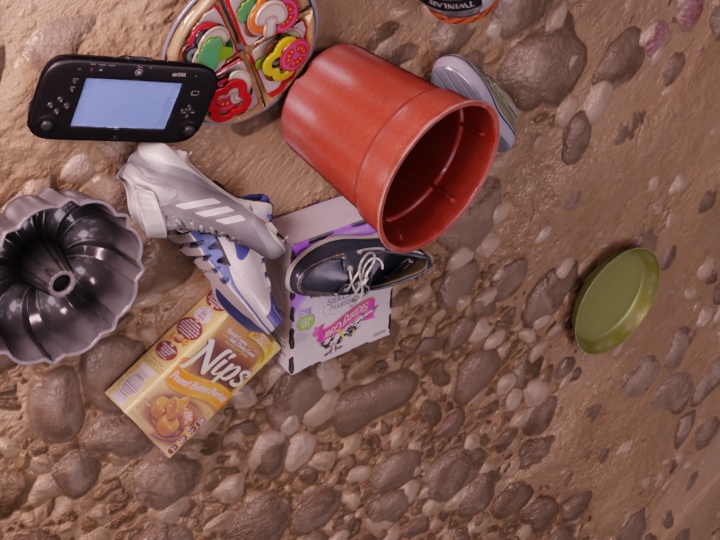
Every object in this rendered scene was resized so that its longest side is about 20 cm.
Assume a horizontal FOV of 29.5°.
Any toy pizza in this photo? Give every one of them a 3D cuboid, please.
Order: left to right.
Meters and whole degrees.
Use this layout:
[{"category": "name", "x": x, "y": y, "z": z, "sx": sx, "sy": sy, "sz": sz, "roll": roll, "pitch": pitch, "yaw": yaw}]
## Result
[{"category": "toy pizza", "x": -0.127, "y": -0.241, "z": 1.508, "sx": 0.200, "sy": 0.032, "sz": 0.200, "roll": -25, "pitch": 141, "yaw": -22}]

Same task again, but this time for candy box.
[{"category": "candy box", "x": -0.205, "y": 0.123, "z": 1.695, "sx": 0.200, "sy": 0.055, "sz": 0.115, "roll": -44, "pitch": 138, "yaw": -11}, {"category": "candy box", "x": -0.041, "y": 0.014, "z": 1.761, "sx": 0.168, "sy": 0.072, "sz": 0.200, "roll": -21, "pitch": 130, "yaw": -32}]

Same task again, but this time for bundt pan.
[{"category": "bundt pan", "x": -0.338, "y": -0.002, "z": 1.466, "sx": 0.202, "sy": 0.076, "sz": 0.202, "roll": -25, "pitch": 132, "yaw": -30}]

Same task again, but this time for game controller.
[{"category": "game controller", "x": -0.247, "y": -0.179, "z": 1.428, "sx": 0.200, "sy": 0.042, "sz": 0.104, "roll": -3, "pitch": 145, "yaw": -36}]

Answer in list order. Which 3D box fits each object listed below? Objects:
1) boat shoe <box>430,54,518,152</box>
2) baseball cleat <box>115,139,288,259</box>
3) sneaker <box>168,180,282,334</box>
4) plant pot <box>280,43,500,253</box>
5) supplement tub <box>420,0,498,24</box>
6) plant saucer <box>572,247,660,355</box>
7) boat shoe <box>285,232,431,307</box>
[{"category": "boat shoe", "x": 0.150, "y": -0.229, "z": 1.789, "sx": 0.200, "sy": 0.072, "sz": 0.062, "roll": 46, "pitch": 55, "yaw": -52}, {"category": "baseball cleat", "x": -0.182, "y": -0.057, "z": 1.520, "sx": 0.106, "sy": 0.200, "sz": 0.070, "roll": -53, "pitch": -175, "yaw": -14}, {"category": "sneaker", "x": -0.136, "y": -0.027, "z": 1.609, "sx": 0.115, "sy": 0.081, "sz": 0.200, "roll": -43, "pitch": 114, "yaw": -21}, {"category": "plant pot", "x": 0.025, "y": -0.157, "z": 1.592, "sx": 0.201, "sy": 0.195, "sz": 0.201, "roll": -36, "pitch": 148, "yaw": -27}, {"category": "supplement tub", "x": 0.107, "y": -0.378, "z": 1.567, "sx": 0.123, "sy": 0.123, "sz": 0.200, "roll": -45, "pitch": 155, "yaw": -10}, {"category": "plant saucer", "x": 0.415, "y": 0.046, "z": 2.248, "sx": 0.200, "sy": 0.031, "sz": 0.200, "roll": -24, "pitch": 131, "yaw": -30}, {"category": "boat shoe", "x": 0.000, "y": 0.000, "z": 1.689, "sx": 0.200, "sy": 0.062, "sz": 0.075, "roll": -9, "pitch": 124, "yaw": -39}]
